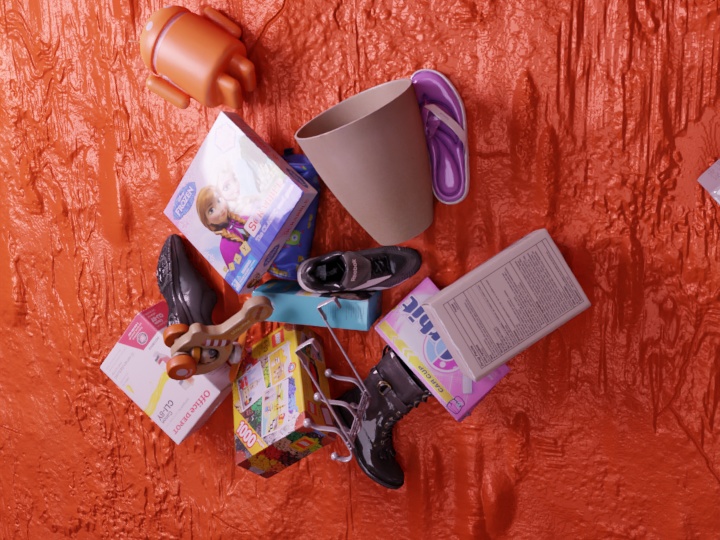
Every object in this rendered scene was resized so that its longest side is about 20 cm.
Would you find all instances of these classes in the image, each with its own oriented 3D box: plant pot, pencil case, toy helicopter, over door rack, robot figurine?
[{"bbox_3d":[0.029,-0.147,1.159,0.185,0.188,0.202,-18,113,20],"label":"plant pot"},{"bbox_3d":[-0.110,-0.088,1.253,0.085,0.078,0.203,6,106,-14],"label":"pencil case"},{"bbox_3d":[-0.210,0.108,1.250,0.199,0.132,0.080,-36,47,19],"label":"toy helicopter"},{"bbox_3d":[-0.048,0.162,1.183,0.066,0.148,0.203,-12,112,16],"label":"over door rack"},{"bbox_3d":[-0.257,-0.330,1.222,0.198,0.117,0.145,33,111,8],"label":"robot figurine"}]

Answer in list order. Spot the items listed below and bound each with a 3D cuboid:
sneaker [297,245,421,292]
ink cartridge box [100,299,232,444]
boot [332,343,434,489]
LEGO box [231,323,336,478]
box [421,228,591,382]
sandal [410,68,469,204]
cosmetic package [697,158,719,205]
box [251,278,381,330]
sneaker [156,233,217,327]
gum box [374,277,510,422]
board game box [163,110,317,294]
[{"bbox_3d":[0.000,0.000,1.210,0.196,0.090,0.068,-7,89,-3],"label":"sneaker"},{"bbox_3d":[-0.333,0.179,1.386,0.200,0.083,0.146,43,111,4],"label":"ink cartridge box"},{"bbox_3d":[0.054,0.240,1.287,0.174,0.069,0.201,-39,87,22],"label":"boot"},{"bbox_3d":[-0.128,0.205,1.268,0.148,0.202,0.077,-33,134,22],"label":"LEGO box"},{"bbox_3d":[0.204,0.049,1.133,0.198,0.109,0.129,-32,90,-3],"label":"box"},{"bbox_3d":[0.121,-0.199,1.170,0.081,0.050,0.206,-14,98,20],"label":"sandal"},{"bbox_3d":[0.563,-0.117,0.987,0.166,0.167,0.200,45,111,3],"label":"cosmetic package"},{"bbox_3d":[-0.070,0.054,1.274,0.197,0.082,0.050,4,105,16],"label":"box"},{"bbox_3d":[-0.293,0.035,1.348,0.076,0.090,0.203,-27,72,55],"label":"sneaker"},{"bbox_3d":[0.128,0.123,1.218,0.113,0.066,0.200,-43,88,0],"label":"gum box"},{"bbox_3d":[-0.191,-0.105,1.224,0.199,0.041,0.201,43,112,20],"label":"board game box"}]
